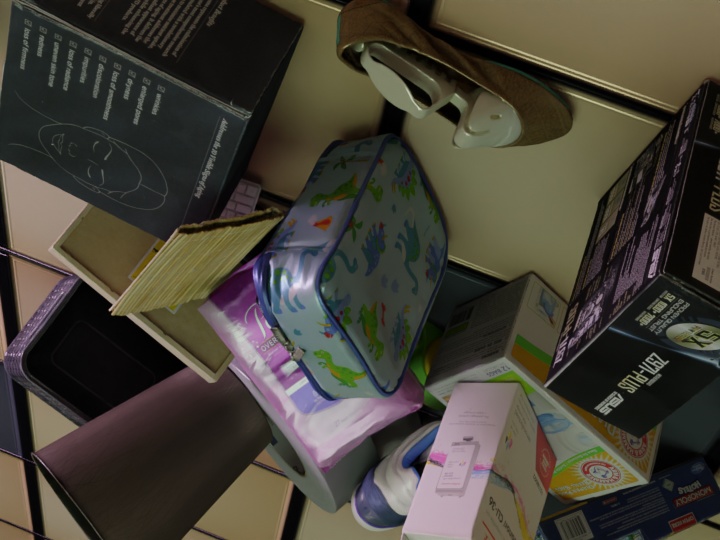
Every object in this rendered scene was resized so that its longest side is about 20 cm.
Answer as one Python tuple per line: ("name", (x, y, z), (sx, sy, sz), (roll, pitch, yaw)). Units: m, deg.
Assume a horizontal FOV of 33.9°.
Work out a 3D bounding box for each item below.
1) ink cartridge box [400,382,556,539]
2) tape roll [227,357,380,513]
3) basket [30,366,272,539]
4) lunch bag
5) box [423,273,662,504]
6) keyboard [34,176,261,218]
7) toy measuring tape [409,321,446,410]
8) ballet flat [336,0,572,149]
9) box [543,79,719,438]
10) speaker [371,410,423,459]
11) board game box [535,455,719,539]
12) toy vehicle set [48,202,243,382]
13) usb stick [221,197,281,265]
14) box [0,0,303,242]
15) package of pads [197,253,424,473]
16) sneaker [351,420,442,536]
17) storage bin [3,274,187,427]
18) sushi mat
("ink cartridge box", (0.100, 0.208, 1.008), (0.067, 0.200, 0.117), (-2, 135, 31))
("tape roll", (-0.065, 0.153, 1.230), (0.200, 0.066, 0.200), (46, 161, 20))
("basket", (-0.198, 0.191, 1.191), (0.136, 0.200, 0.181), (20, 141, 54))
("lunch bag", (0.000, 0.000, 0.985), (0.082, 0.200, 0.161), (-5, 134, 32))
("box", (0.177, 0.115, 1.104), (0.200, 0.102, 0.112), (41, 140, -20))
("keyboard", (-0.193, -0.082, 1.078), (0.199, 0.011, 0.057), (18, 99, -11))
("toy measuring tape", (0.111, 0.124, 1.175), (0.200, 0.074, 0.074), (36, 140, -14))
("ballet flat", (0.066, -0.136, 0.898), (0.200, 0.072, 0.068), (30, 142, -8))
("box", (0.227, -0.007, 0.857), (0.086, 0.200, 0.164), (28, 141, -4))
("speaker", (0.014, 0.131, 1.226), (0.081, 0.081, 0.200), (4, 137, 24))
("board game box", (0.241, 0.276, 1.220), (0.199, 0.062, 0.200), (-16, 160, -21))
("toy vehicle set", (-0.179, -0.004, 1.126), (0.200, 0.124, 0.026), (42, 162, -13))
("usb stick", (-0.137, -0.057, 1.114), (0.200, 0.056, 0.033), (36, 177, -14))
("box", (-0.179, -0.146, 0.973), (0.196, 0.124, 0.200), (28, 143, -3))
("package of pads", (-0.042, 0.072, 1.084), (0.120, 0.076, 0.200), (-36, 93, 13))
("sneaker", (0.091, 0.183, 1.156), (0.081, 0.200, 0.146), (58, 147, 12))
("storage bin", (-0.267, 0.108, 1.284), (0.200, 0.135, 0.094), (41, 160, -20))
("sushi mat", (-0.145, -0.004, 1.017), (0.200, 0.095, 0.012), (-39, 68, 55))
